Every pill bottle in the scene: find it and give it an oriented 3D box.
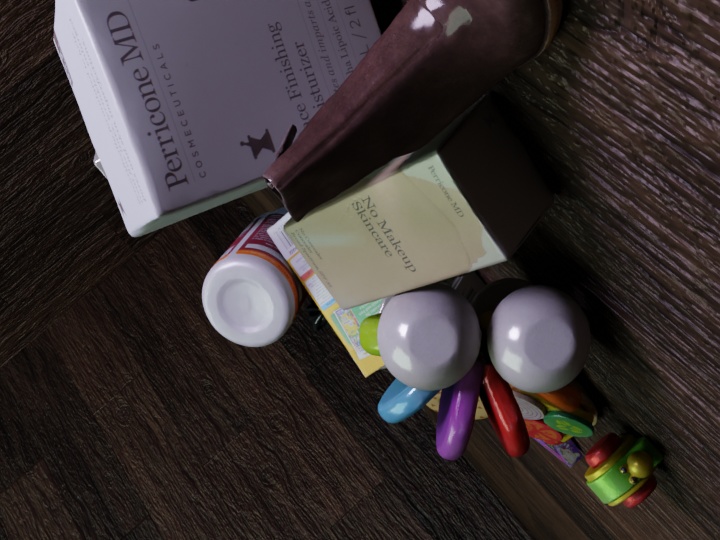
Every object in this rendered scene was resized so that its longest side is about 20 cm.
[{"bbox_3d":[-0.108,-0.003,1.003,0.114,0.112,0.201,52,-154,-13],"label":"pill bottle"}]

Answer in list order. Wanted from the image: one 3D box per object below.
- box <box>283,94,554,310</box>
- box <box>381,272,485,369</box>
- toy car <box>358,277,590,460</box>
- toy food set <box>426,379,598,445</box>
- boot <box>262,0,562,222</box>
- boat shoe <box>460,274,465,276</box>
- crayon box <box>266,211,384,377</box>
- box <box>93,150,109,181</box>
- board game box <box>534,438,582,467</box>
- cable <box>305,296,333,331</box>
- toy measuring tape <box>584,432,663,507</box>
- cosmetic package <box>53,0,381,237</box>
[{"bbox_3d":[0.037,-0.044,0.625,0.096,0.078,0.199,52,144,-12],"label":"box"},{"bbox_3d":[0.070,0.061,0.981,0.198,0.069,0.083,-15,120,51],"label":"box"},{"bbox_3d":[0.096,0.084,0.697,0.175,0.195,0.154,-93,5,-87],"label":"toy car"},{"bbox_3d":[0.162,0.138,0.898,0.196,0.049,0.199,22,157,6],"label":"toy food set"},{"bbox_3d":[0.019,-0.095,0.450,0.073,0.166,0.200,49,173,2],"label":"boot"},{"bbox_3d":[0.054,-0.092,0.710,0.067,0.072,0.203,-109,-7,-67],"label":"boat shoe"},{"bbox_3d":[0.000,0.000,0.907,0.202,0.125,0.051,56,-146,1],"label":"crayon box"},{"bbox_3d":[-0.182,-0.159,0.922,0.110,0.197,0.129,54,-163,-36],"label":"box"},{"bbox_3d":[0.228,0.192,1.161,0.121,0.032,0.200,58,172,-18],"label":"board game box"},{"bbox_3d":[-0.014,-0.012,1.023,0.050,0.200,0.166,18,-129,-29],"label":"cable"},{"bbox_3d":[0.262,0.210,0.859,0.074,0.073,0.200,49,172,12],"label":"toy measuring tape"},{"bbox_3d":[-0.101,-0.141,0.606,0.164,0.197,0.168,-5,107,67],"label":"cosmetic package"}]
